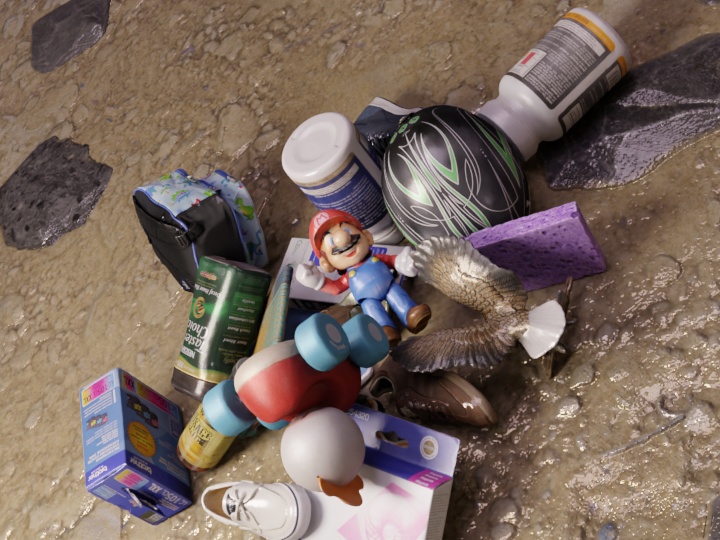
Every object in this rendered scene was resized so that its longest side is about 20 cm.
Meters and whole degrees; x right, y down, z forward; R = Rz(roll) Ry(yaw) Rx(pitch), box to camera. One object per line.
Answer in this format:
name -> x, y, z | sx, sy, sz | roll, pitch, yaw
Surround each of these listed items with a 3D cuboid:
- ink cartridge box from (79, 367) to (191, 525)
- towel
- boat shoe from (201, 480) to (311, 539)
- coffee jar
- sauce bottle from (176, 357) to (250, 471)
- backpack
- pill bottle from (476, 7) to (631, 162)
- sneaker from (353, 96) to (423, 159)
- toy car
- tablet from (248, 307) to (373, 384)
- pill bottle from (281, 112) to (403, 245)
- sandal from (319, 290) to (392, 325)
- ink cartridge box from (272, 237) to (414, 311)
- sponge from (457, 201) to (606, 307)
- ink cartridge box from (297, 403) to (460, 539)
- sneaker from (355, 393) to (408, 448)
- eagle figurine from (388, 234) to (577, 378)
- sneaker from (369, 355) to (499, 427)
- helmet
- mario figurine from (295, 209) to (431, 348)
ink cartridge box -> -0.302, 0.250, 1.594 | 0.076, 0.136, 0.201 | -32, 45, 18
towel -> -0.123, 0.110, 1.576 | 0.147, 0.022, 0.201 | 128, 153, -59
boat shoe -> -0.134, 0.289, 1.449 | 0.200, 0.070, 0.071 | -2, 80, 57
coffee jar -> -0.195, 0.086, 1.638 | 0.104, 0.085, 0.201 | 16, 93, 46
sauce bottle -> -0.180, 0.186, 1.542 | 0.200, 0.066, 0.066 | -58, 31, 39
backpack -> -0.236, -0.060, 1.762 | 0.147, 0.184, 0.200 | -31, 37, -23
pill bottle -> 0.259, -0.248, 1.598 | 0.200, 0.116, 0.116 | -44, 44, -2
sneaker -> 0.034, -0.173, 1.715 | 0.146, 0.077, 0.202 | -42, 33, -16
toy car -> -0.043, 0.179, 1.348 | 0.184, 0.177, 0.201 | -35, 71, 24
tablet -> -0.075, 0.126, 1.620 | 0.130, 0.014, 0.200 | -43, 43, -1
pill bottle -> -0.012, -0.114, 1.624 | 0.111, 0.200, 0.111 | -19, 47, 23
sandal -> -0.038, 0.089, 1.558 | 0.201, 0.057, 0.080 | -41, 63, 6
ink cartridge box -> -0.021, 0.010, 1.642 | 0.199, 0.039, 0.100 | 5, 61, 30
sponge -> 0.194, -0.016, 1.470 | 0.199, 0.112, 0.030 | -17, 47, 24
ink cartridge box -> 0.012, 0.268, 1.371 | 0.196, 0.043, 0.201 | 13, 95, 41
sneaker -> -0.007, 0.186, 1.481 | 0.079, 0.078, 0.200 | -47, 55, 2
eagle figurine -> 0.146, 0.059, 1.407 | 0.199, 0.151, 0.152 | 17, 34, -4
sneaker -> 0.087, 0.159, 1.442 | 0.076, 0.071, 0.200 | -47, 34, -11
helmet -> 0.123, -0.108, 1.541 | 0.199, 0.200, 0.191 | -30, 33, 12
mario figurine -> 0.000, 0.000, 1.497 | 0.200, 0.123, 0.106 | 52, 135, 20
